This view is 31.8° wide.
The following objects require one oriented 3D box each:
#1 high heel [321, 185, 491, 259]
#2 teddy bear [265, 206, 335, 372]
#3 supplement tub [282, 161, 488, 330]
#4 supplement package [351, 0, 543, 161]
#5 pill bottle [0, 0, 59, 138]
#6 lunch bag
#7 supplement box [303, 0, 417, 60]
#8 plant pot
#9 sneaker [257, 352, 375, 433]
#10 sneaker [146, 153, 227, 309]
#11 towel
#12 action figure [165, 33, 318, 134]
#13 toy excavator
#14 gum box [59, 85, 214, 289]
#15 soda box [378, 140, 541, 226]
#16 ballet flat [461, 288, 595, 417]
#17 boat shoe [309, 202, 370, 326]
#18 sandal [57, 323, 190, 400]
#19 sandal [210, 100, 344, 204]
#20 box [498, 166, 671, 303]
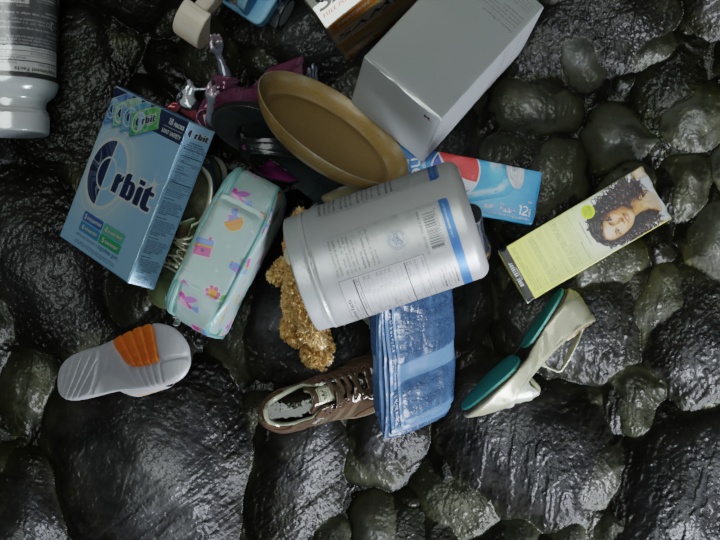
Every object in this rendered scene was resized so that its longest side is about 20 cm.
[{"bbox_3d":[0.056,-0.044,1.501,0.197,0.143,0.072,10,68,14],"label":"high heel"},{"bbox_3d":[-0.065,0.027,1.493,0.066,0.201,0.146,-11,56,-26],"label":"teddy bear"},{"bbox_3d":[0.028,-0.026,1.358,0.197,0.132,0.134,-18,87,6],"label":"supplement tub"},{"bbox_3d":[0.099,-0.250,1.469,0.117,0.117,0.200,40,70,5],"label":"supplement package"},{"bbox_3d":[-0.432,-0.270,1.568,0.114,0.116,0.204,0,90,7],"label":"pill bottle"},{"bbox_3d":[-0.160,-0.016,1.511,0.076,0.160,0.202,27,86,2],"label":"lunch bag"},{"bbox_3d":[0.002,-0.325,1.473,0.125,0.200,0.074,-37,85,5],"label":"supplement box"},{"bbox_3d":[-0.035,-0.153,1.428,0.199,0.200,0.028,39,116,6],"label":"plant pot"},{"bbox_3d":[-0.030,0.154,1.530,0.197,0.076,0.071,-22,86,6],"label":"sneaker"},{"bbox_3d":[-0.223,-0.050,1.550,0.066,0.090,0.203,20,92,6],"label":"sneaker"},{"bbox_3d":[0.065,0.091,1.479,0.110,0.048,0.203,-18,118,-29],"label":"towel"},{"bbox_3d":[-0.143,-0.200,1.558,0.197,0.135,0.150,-2,131,19],"label":"action figure"},{"bbox_3d":[-0.141,-0.343,1.490,0.099,0.200,0.196,33,93,7],"label":"toy excavator"},{"bbox_3d":[-0.274,-0.103,1.530,0.169,0.044,0.203,28,97,44],"label":"gum box"},{"bbox_3d":[0.116,-0.104,1.521,0.197,0.068,0.065,11,90,7],"label":"soda box"},{"bbox_3d":[0.206,0.113,1.511,0.069,0.069,0.201,41,94,6],"label":"ballet flat"},{"bbox_3d":[-0.001,0.002,1.534,0.074,0.065,0.204,-31,85,5],"label":"boat shoe"},{"bbox_3d":[-0.286,0.119,1.576,0.204,0.059,0.081,-13,70,27],"label":"sandal"},{"bbox_3d":[-0.087,-0.130,1.482,0.199,0.048,0.075,32,131,-16],"label":"sandal"},{"bbox_3d":[0.266,-0.042,1.511,0.198,0.050,0.076,-32,85,6],"label":"box"}]
